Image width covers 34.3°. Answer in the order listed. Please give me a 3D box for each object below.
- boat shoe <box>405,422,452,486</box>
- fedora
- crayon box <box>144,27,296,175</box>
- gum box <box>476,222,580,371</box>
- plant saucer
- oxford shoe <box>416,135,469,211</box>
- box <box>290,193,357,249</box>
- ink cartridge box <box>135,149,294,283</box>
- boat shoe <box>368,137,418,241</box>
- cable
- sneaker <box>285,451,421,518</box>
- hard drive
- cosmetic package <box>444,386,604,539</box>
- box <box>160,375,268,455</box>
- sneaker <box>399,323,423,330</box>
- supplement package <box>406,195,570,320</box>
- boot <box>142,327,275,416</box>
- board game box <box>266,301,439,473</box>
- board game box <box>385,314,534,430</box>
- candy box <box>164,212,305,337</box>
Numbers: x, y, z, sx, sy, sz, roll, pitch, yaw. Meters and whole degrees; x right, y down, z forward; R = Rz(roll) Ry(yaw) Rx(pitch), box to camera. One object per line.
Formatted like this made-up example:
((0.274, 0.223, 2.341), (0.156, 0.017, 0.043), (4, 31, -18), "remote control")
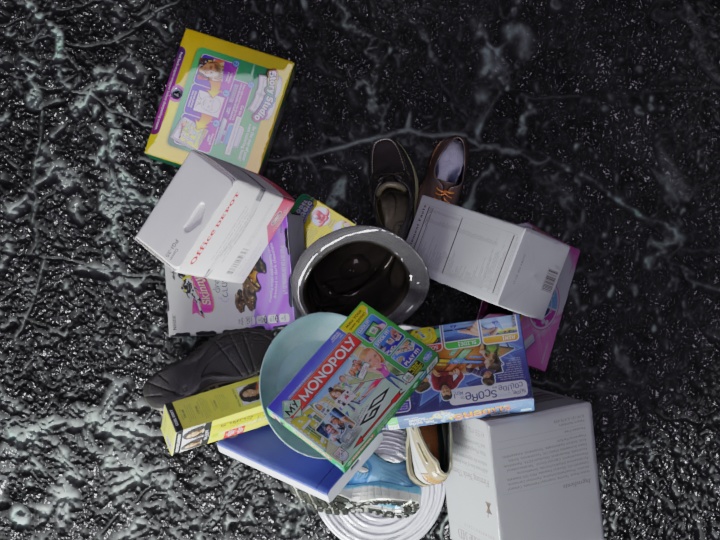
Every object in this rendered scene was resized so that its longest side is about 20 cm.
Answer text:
((0.095, 0.196, 1.621), (0.075, 0.068, 0.200), (-3, 75, -28), "boat shoe")
((0.000, 0.000, 1.641), (0.177, 0.090, 0.200), (37, 118, -19), "fedora")
((-0.208, -0.239, 1.752), (0.172, 0.058, 0.200), (18, 87, -1), "crayon box")
((0.242, 0.035, 1.707), (0.066, 0.113, 0.200), (13, 84, 45), "gum box")
((-0.053, 0.159, 1.615), (0.201, 0.039, 0.201), (4, 82, -26), "plant saucer")
((0.114, -0.107, 1.740), (0.071, 0.073, 0.200), (13, 87, 0), "oxford shoe")
((-0.034, -0.017, 1.747), (0.200, 0.048, 0.117), (33, 88, -1), "box")
((-0.190, -0.069, 1.567), (0.083, 0.200, 0.147), (36, 97, 19), "ink cartridge box")
((0.050, -0.115, 1.720), (0.073, 0.065, 0.200), (-13, 66, 5), "boat shoe")
((0.028, 0.311, 1.715), (0.200, 0.069, 0.200), (42, 87, 2), "cable")
((-0.010, 0.294, 1.656), (0.200, 0.078, 0.090), (5, 55, 7), "sneaker")
((-0.086, 0.242, 1.659), (0.200, 0.025, 0.132), (18, 47, 32), "hard drive")
((0.222, 0.283, 1.639), (0.166, 0.167, 0.200), (-8, 94, -21), "cosmetic package")
((-0.174, 0.193, 1.626), (0.200, 0.075, 0.050), (-15, 60, -25), "box")
((0.087, 0.144, 1.710), (0.200, 0.074, 0.118), (16, 88, -15), "sneaker")
((0.169, -0.021, 1.636), (0.200, 0.110, 0.114), (23, 93, 45), "supplement package")
((-0.212, 0.156, 1.682), (0.200, 0.151, 0.073), (-28, 76, -13), "boot")
((-0.009, 0.152, 1.552), (0.135, 0.029, 0.200), (34, 69, 21), "board game box")
((0.126, 0.137, 1.581), (0.200, 0.034, 0.135), (-8, 55, 6), "board game box")
((-0.182, 0.009, 1.704), (0.200, 0.072, 0.168), (-6, 87, 17), "candy box")
